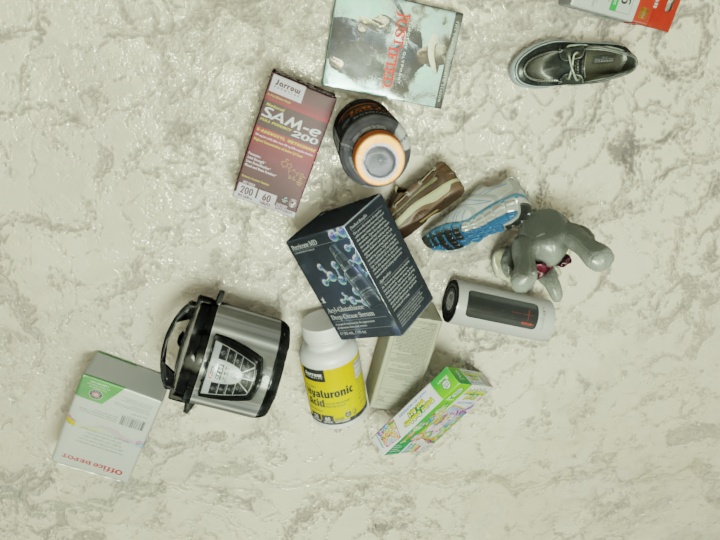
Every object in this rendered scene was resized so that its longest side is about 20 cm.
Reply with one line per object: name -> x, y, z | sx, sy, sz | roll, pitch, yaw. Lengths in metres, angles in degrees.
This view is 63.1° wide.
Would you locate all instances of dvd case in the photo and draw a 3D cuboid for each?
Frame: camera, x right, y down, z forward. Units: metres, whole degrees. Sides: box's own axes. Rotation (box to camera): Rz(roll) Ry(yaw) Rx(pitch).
dvd case -> 0.048, -0.342, 0.907 | 0.197, 0.022, 0.148 | 8, 112, -11

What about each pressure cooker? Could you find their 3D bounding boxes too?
pressure cooker -> -0.235, 0.148, 0.995 | 0.197, 0.178, 0.179 | 18, 135, -13

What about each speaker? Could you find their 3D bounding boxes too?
speaker -> 0.255, 0.075, 1.083 | 0.197, 0.081, 0.082 | 13, 112, -12

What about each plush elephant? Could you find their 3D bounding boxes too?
plush elephant -> 0.317, -0.020, 1.016 | 0.162, 0.202, 0.156 | -21, 138, 4

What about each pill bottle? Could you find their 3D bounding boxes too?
pill bottle -> 0.016, -0.187, 0.872 | 0.104, 0.201, 0.108 | -3, 114, -6
pill bottle -> -0.053, 0.177, 1.072 | 0.109, 0.112, 0.203 | -10, 114, -2

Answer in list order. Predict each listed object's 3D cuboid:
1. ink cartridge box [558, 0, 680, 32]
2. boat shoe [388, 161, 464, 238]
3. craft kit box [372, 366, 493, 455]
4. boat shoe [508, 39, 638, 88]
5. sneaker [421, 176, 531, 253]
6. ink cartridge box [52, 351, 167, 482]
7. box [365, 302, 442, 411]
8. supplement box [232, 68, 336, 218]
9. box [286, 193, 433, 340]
ink cartridge box -> 0.416, -0.439, 0.893 | 0.197, 0.051, 0.111 | 10, 112, -10
boat shoe -> 0.078, -0.109, 0.996 | 0.201, 0.075, 0.076 | -33, 75, 18
craft kit box -> 0.143, 0.267, 1.112 | 0.198, 0.049, 0.199 | -49, 150, 12
boat shoe -> 0.336, -0.328, 0.920 | 0.196, 0.071, 0.073 | -10, 115, -2
sneaker -> 0.195, -0.097, 1.010 | 0.198, 0.088, 0.075 | -22, 141, 27
ink cartridge box -> -0.457, 0.272, 1.078 | 0.144, 0.088, 0.202 | 23, 107, -15
box -> 0.077, 0.158, 1.097 | 0.093, 0.078, 0.203 | 11, 112, -12
supplement box -> -0.121, -0.199, 0.928 | 0.107, 0.061, 0.202 | 18, 109, -13
box -> 0.000, 0.000, 0.955 | 0.147, 0.107, 0.202 | -11, 114, 46
